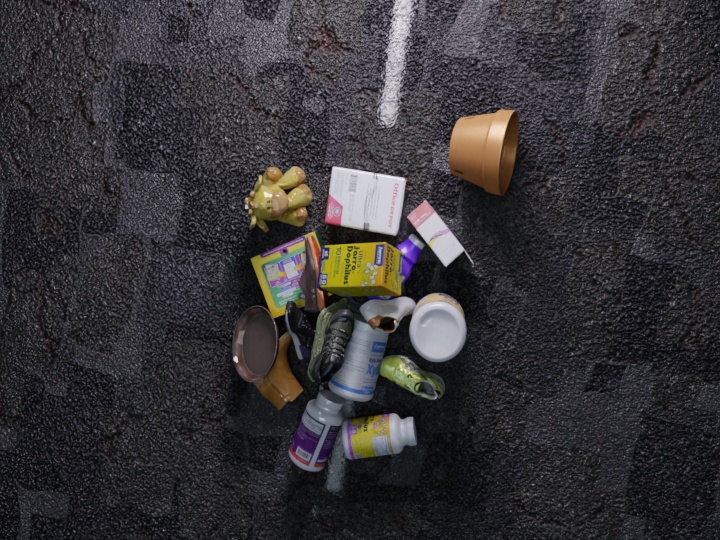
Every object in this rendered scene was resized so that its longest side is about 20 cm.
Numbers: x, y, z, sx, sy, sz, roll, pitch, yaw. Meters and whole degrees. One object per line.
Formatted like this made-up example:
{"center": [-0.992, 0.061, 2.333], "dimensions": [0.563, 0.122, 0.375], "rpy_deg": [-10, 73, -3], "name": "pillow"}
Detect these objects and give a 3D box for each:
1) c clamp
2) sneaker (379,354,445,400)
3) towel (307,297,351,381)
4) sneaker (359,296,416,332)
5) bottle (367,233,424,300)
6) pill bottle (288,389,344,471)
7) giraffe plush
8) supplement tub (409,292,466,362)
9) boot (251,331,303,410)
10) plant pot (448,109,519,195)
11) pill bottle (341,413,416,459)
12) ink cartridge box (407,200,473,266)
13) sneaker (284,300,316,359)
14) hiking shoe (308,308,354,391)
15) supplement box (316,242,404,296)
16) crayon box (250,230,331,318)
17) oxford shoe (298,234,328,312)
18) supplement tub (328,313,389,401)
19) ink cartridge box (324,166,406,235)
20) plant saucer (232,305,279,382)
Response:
{"center": [0.041, 0.025, 1.763], "dimensions": [0.194, 0.027, 0.176], "rpy_deg": [-15, 99, 8], "name": "c clamp"}
{"center": [0.135, 0.286, 1.751], "dimensions": [0.194, 0.076, 0.078], "rpy_deg": [19, 101, 8], "name": "sneaker"}
{"center": [-0.082, 0.182, 1.733], "dimensions": [0.036, 0.147, 0.206], "rpy_deg": [16, 106, 25], "name": "towel"}
{"center": [0.082, 0.123, 1.684], "dimensions": [0.073, 0.196, 0.086], "rpy_deg": [-47, 61, 35], "name": "sneaker"}
{"center": [0.090, -0.003, 1.706], "dimensions": [0.083, 0.065, 0.202], "rpy_deg": [38, 101, 0], "name": "bottle"}
{"center": [-0.115, 0.435, 1.785], "dimensions": [0.110, 0.112, 0.205], "rpy_deg": [24, 99, 4], "name": "pill bottle"}
{"center": [-0.233, -0.184, 1.703], "dimensions": [0.194, 0.162, 0.178], "rpy_deg": [-17, 95, 9], "name": "giraffe plush"}
{"center": [0.198, 0.139, 1.663], "dimensions": [0.140, 0.200, 0.151], "rpy_deg": [1, 98, 7], "name": "supplement tub"}
{"center": [-0.207, 0.277, 1.805], "dimensions": [0.143, 0.071, 0.202], "rpy_deg": [41, 107, -1], "name": "boot"}
{"center": [0.303, -0.297, 1.614], "dimensions": [0.136, 0.199, 0.207], "rpy_deg": [11, 98, 23], "name": "plant pot"}
{"center": [0.053, 0.446, 1.767], "dimensions": [0.193, 0.104, 0.108], "rpy_deg": [-9, 95, 8], "name": "pill bottle"}
{"center": [0.206, -0.081, 1.678], "dimensions": [0.067, 0.116, 0.201], "rpy_deg": [-39, 90, 9], "name": "ink cartridge box"}
{"center": [-0.143, 0.154, 1.742], "dimensions": [0.085, 0.077, 0.203], "rpy_deg": [-5, 134, 11], "name": "sneaker"}
{"center": [-0.059, 0.199, 1.625], "dimensions": [0.074, 0.101, 0.205], "rpy_deg": [19, 99, -23], "name": "hiking shoe"}
{"center": [0.000, 0.000, 1.651], "dimensions": [0.195, 0.109, 0.113], "rpy_deg": [-2, 76, 31], "name": "supplement box"}
{"center": [-0.176, 0.011, 1.771], "dimensions": [0.195, 0.058, 0.177], "rpy_deg": [-21, 95, 9], "name": "crayon box"}
{"center": [-0.133, 0.011, 1.702], "dimensions": [0.070, 0.071, 0.207], "rpy_deg": [-6, 97, 10], "name": "oxford shoe"}
{"center": [-0.004, 0.229, 1.731], "dimensions": [0.128, 0.132, 0.206], "rpy_deg": [15, 96, 5], "name": "supplement tub"}
{"center": [0.016, -0.182, 1.709], "dimensions": [0.193, 0.084, 0.150], "rpy_deg": [10, 98, 7], "name": "ink cartridge box"}
{"center": [-0.280, 0.200, 1.776], "dimensions": [0.197, 0.032, 0.207], "rpy_deg": [-9, 77, 43], "name": "plant saucer"}
